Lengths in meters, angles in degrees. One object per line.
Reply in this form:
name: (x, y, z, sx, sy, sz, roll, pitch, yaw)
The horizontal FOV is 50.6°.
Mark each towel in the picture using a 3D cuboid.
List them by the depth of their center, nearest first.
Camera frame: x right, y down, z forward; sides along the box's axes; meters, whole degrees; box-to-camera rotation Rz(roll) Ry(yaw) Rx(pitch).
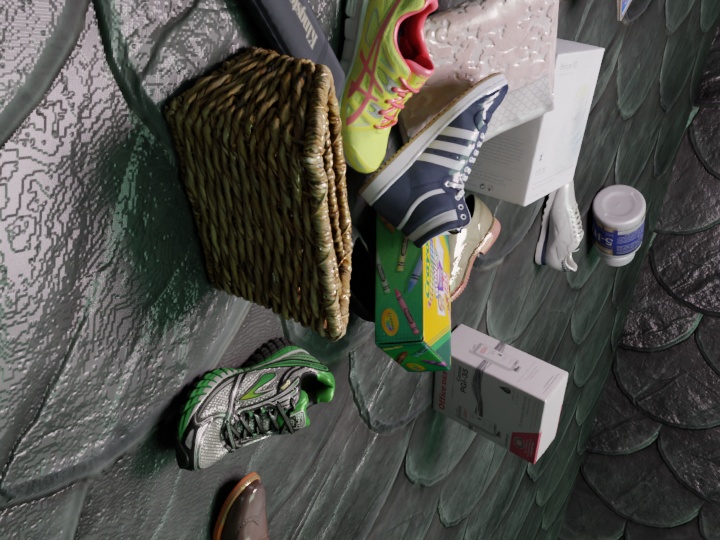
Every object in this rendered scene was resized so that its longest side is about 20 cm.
towel: (0.130, -0.217, 0.855, 0.199, 0.032, 0.192, -25, 141, -4)

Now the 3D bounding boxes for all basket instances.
basket: (-0.045, -0.068, 0.632, 0.143, 0.148, 0.201, -45, 144, -37)

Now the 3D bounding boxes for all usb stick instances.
usb stick: (-0.060, -0.206, 0.633, 0.056, 0.032, 0.200, -63, 151, -16)

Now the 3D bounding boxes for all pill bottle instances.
pill bottle: (0.619, -0.100, 1.836, 0.120, 0.119, 0.200, -57, 150, -22)

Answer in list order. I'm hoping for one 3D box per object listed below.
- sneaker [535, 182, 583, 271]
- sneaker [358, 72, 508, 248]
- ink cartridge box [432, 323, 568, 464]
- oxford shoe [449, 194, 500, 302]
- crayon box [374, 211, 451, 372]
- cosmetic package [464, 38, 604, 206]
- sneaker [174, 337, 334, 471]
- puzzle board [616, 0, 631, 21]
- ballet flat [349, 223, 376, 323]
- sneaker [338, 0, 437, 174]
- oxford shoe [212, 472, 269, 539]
sneaker: (0.401, -0.092, 1.494, 0.076, 0.080, 0.201, -36, 137, -43)
sneaker: (0.105, -0.112, 0.816, 0.200, 0.109, 0.070, -42, 179, -2)
ink cartridge box: (0.220, 0.198, 1.238, 0.083, 0.199, 0.147, -37, 139, -40)
oxford shoe: (0.119, -0.021, 1.069, 0.074, 0.071, 0.200, 51, 61, -31)
crayon box: (0.063, 0.006, 0.889, 0.119, 0.058, 0.201, 45, 42, -60)
cosmetic package: (0.233, -0.217, 1.061, 0.199, 0.122, 0.201, -27, 130, -53)
sneaker: (-0.099, 0.130, 0.739, 0.200, 0.085, 0.079, -33, 136, -48)
puzzle board: (0.428, -0.508, 1.162, 0.201, 0.017, 0.151, -59, 152, -17)
ballet flat: (0.000, 0.000, 0.856, 0.067, 0.057, 0.200, -59, 151, -16)
sneaker: (0.026, -0.185, 0.742, 0.078, 0.090, 0.201, -34, 138, -50)
oxford shoe: (-0.116, 0.313, 0.846, 0.071, 0.073, 0.201, -30, 133, -49)
